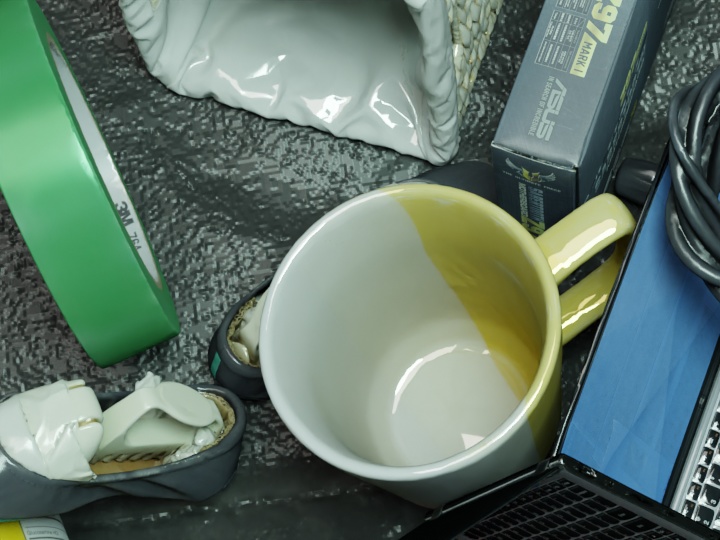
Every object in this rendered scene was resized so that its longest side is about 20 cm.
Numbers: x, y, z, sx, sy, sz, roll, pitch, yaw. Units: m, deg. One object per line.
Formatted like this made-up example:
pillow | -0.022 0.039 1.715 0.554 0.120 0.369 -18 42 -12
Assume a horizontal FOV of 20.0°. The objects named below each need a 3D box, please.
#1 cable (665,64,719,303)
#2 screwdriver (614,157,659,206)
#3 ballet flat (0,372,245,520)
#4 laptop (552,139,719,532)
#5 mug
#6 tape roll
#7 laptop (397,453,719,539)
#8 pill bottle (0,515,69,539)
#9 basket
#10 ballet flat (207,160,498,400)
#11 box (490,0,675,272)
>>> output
cable | 0.236 -0.042 0.975 0.199 0.051 0.164 26 99 -17
screwdriver | 0.233 -0.020 1.116 0.199 0.028 0.029 22 46 17
ballet flat | -0.137 0.083 1.040 0.073 0.199 0.074 -3 86 47
laptop | 0.206 0.068 1.021 0.199 0.116 0.189 22 76 2
mug | 0.057 0.052 1.042 0.185 0.153 0.151 -5 68 13
tape roll | -0.157 -0.049 1.084 0.048 0.201 0.202 -23 70 -1
laptop | 0.065 0.163 0.956 0.199 0.187 0.117 27 70 -9
pill bottle | -0.200 0.172 1.061 0.112 0.113 0.201 -25 70 -2
basket | -0.021 -0.188 1.121 0.198 0.198 0.162 16 70 13
ballet flat | 0.000 0.000 1.119 0.199 0.073 0.073 -35 71 -6
box | 0.127 -0.118 1.096 0.051 0.158 0.201 17 73 13
